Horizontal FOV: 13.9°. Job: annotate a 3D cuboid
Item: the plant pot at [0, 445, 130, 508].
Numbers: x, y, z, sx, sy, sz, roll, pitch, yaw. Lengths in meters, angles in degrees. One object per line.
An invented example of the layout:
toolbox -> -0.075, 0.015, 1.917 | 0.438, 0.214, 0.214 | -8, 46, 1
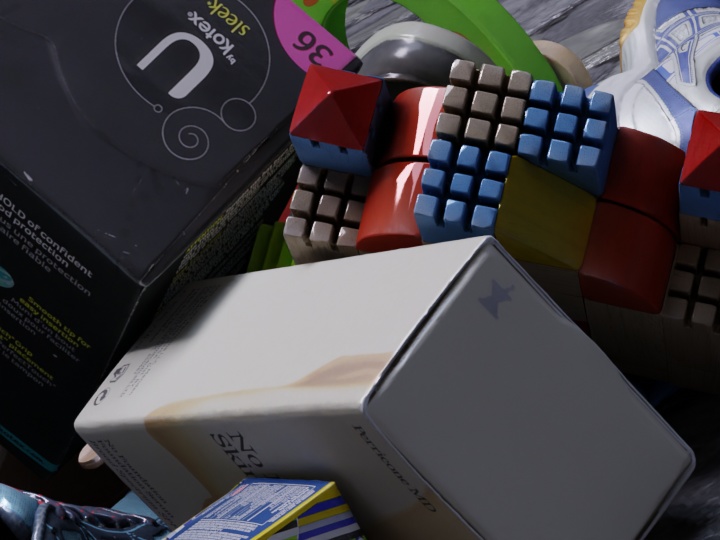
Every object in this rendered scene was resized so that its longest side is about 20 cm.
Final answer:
plant pot -> -0.134, 0.050, 1.243 | 0.201, 0.201, 0.093 | -32, 53, -19

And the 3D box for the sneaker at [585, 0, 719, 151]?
sneaker -> 0.157, -0.077, 1.301 | 0.088, 0.075, 0.200 | -10, 25, 25

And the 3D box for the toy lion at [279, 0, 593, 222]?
toy lion -> -0.024, -0.076, 1.322 | 0.200, 0.192, 0.069 | -44, 1, 37

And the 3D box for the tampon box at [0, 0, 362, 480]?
tampon box -> -0.113, -0.043, 1.085 | 0.126, 0.150, 0.200 | -47, -4, -28

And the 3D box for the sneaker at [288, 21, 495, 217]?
sneaker -> 0.000, 0.000, 1.148 | 0.200, 0.075, 0.106 | 111, -176, -49

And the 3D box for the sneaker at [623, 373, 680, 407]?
sneaker -> 0.053, 0.024, 1.054 | 0.200, 0.076, 0.105 | -25, 12, 12

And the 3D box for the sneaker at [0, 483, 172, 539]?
sneaker -> -0.100, 0.103, 1.018 | 0.079, 0.096, 0.200 | -22, 13, 28

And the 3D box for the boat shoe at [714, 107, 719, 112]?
boat shoe -> 0.218, -0.081, 1.127 | 0.200, 0.075, 0.062 | -27, 16, 37

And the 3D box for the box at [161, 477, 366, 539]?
box -> -0.080, 0.142, 0.860 | 0.200, 0.070, 0.064 | -34, 11, -25

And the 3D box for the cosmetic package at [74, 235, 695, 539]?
cosmetic package -> 0.002, 0.055, 0.944 | 0.071, 0.105, 0.200 | -52, 19, -23

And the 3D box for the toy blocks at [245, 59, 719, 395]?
toy blocks -> 0.053, -0.018, 0.942 | 0.200, 0.100, 0.137 | 12, -17, 12
